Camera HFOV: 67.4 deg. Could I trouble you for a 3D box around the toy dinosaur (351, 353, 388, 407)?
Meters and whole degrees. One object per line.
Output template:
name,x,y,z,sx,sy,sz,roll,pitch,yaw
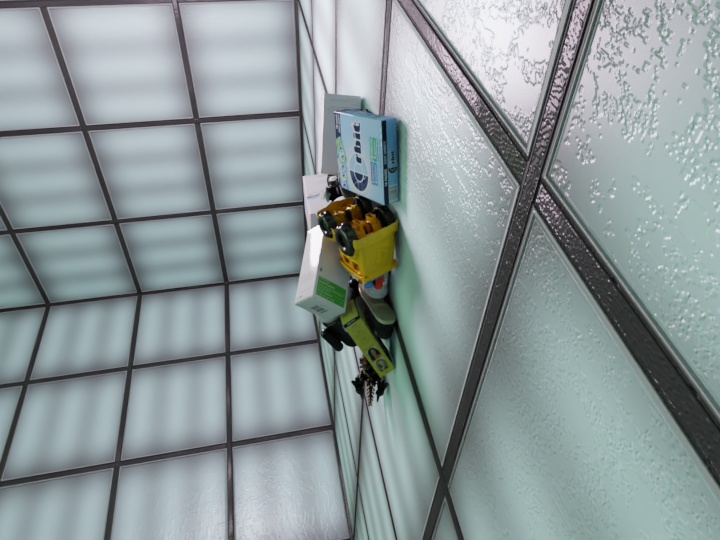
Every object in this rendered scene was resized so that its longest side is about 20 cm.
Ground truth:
toy dinosaur,0.036,0.298,1.544,0.137,0.099,0.206,-81,-28,-67

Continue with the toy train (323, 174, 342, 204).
toy train,-0.059,-0.217,1.690,0.116,0.082,0.205,-82,-19,-50

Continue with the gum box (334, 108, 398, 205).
gum box,0.011,-0.255,1.191,0.198,0.043,0.176,30,130,52

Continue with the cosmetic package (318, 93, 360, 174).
cosmetic package,-0.060,-0.367,1.466,0.085,0.103,0.208,-133,46,-72

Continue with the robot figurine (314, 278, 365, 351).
robot figurine,-0.034,0.119,1.425,0.200,0.123,0.153,44,-155,-27

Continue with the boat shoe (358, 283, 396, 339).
boat shoe,0.036,0.091,1.369,0.203,0.071,0.065,-115,29,-52

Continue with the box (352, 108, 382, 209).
box,0.017,-0.270,1.334,0.202,0.048,0.205,-114,22,-57

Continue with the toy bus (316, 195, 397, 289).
toy bus,-0.002,-0.054,1.259,0.199,0.133,0.198,35,144,47

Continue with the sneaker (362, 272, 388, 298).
sneaker,0.019,-0.032,1.373,0.201,0.076,0.101,51,138,30

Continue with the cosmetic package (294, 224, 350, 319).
cosmetic package,-0.085,0.000,1.317,0.084,0.106,0.207,-22,52,45

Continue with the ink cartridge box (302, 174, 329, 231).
ink cartridge box,-0.127,-0.225,1.957,0.150,0.139,0.205,95,166,-50

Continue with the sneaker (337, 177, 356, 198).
sneaker,-0.029,-0.290,1.589,0.077,0.072,0.207,69,-166,-62

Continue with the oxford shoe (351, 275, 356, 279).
oxford shoe,0.000,0.000,1.538,0.058,0.072,0.206,89,164,-64

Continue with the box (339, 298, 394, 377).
box,0.017,0.172,1.353,0.202,0.049,0.076,56,-174,-31

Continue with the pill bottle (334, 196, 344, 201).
pill bottle,-0.032,-0.126,1.539,0.203,0.107,0.115,-109,16,-52
